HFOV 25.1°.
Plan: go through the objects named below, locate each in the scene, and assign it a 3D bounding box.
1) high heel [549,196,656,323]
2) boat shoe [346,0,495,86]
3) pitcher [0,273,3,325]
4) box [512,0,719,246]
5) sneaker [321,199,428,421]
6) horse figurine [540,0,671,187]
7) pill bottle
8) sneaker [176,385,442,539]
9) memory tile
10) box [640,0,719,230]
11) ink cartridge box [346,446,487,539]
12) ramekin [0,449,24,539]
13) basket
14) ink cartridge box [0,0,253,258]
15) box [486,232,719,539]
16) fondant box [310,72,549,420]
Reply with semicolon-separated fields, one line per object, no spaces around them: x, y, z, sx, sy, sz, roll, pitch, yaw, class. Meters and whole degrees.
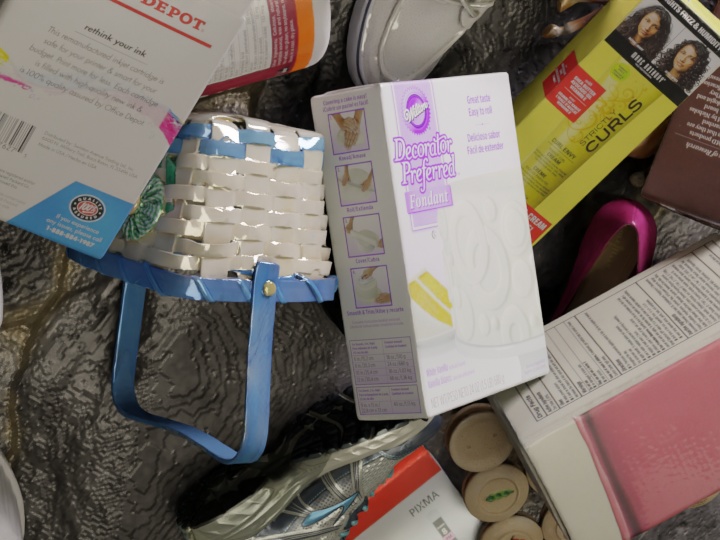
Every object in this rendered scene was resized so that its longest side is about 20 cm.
0.166;0.045;1.169;0.067;0.096;0.202;10;101;7;high heel
0.062;-0.193;1.036;0.071;0.070;0.201;31;95;-32;boat shoe
-0.266;-0.045;0.910;0.171;0.121;0.201;-29;112;-3;pitcher
0.152;-0.108;1.082;0.075;0.050;0.200;39;114;-16;box
-0.003;0.002;1.068;0.060;0.104;0.201;-32;122;-9;sneaker
0.188;-0.140;1.134;0.131;0.050;0.202;-6;117;-16;horse figurine
-0.126;-0.148;0.940;0.198;0.110;0.111;-18;118;-18;pill bottle
-0.027;0.152;1.139;0.199;0.078;0.087;-29;116;-1;sneaker
0.168;0.137;1.187;0.198;0.017;0.154;-19;118;-3;memory tile
0.278;-0.127;1.137;0.100;0.075;0.202;12;102;-60;box
0.011;0.213;1.200;0.162;0.057;0.201;-37;127;-7;ink cartridge box
-0.300;0.188;1.008;0.201;0.094;0.204;-10;115;-23;ramekin
-0.101;0.004;0.985;0.138;0.176;0.202;-2;98;-36;basket
-0.141;-0.119;0.836;0.114;0.068;0.201;23;113;-30;ink cartridge box
0.196;0.083;1.088;0.199;0.128;0.110;-29;113;1;box
0.047;-0.018;1.017;0.144;0.058;0.202;-13;95;-52;fondant box
